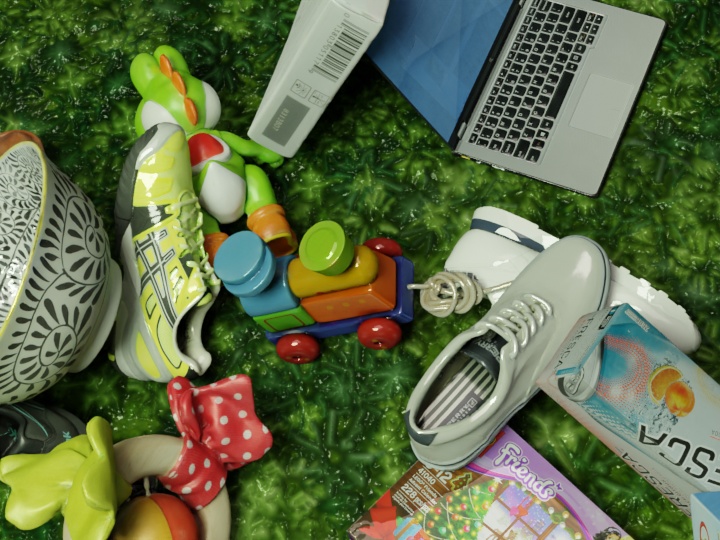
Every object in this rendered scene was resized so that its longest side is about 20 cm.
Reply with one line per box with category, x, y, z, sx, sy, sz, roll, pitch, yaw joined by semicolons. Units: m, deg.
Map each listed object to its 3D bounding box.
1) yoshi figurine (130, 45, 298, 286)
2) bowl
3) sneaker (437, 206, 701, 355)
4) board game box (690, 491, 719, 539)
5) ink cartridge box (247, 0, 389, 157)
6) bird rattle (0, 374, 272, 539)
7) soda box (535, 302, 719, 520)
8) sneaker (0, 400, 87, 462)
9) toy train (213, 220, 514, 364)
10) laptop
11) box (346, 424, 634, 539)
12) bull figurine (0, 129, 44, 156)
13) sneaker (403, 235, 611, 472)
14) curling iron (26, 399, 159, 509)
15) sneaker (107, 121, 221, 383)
yoshi figurine;-0.131;-0.087;0.994;0.112;0.112;0.201;-36;74;34
bowl;-0.232;0.018;0.858;0.200;0.094;0.202;-34;44;41
sneaker;0.156;0.027;0.904;0.199;0.076;0.081;25;78;25
board game box;0.240;0.240;0.669;0.056;0.200;0.197;-5;93;3
ink cartridge box;-0.019;-0.212;0.984;0.057;0.163;0.201;29;46;-10
bird rattle;-0.147;0.161;0.842;0.112;0.200;0.164;-1;96;38
soda box;0.217;0.112;0.803;0.200;0.068;0.064;40;72;-6
sneaker;-0.293;0.110;0.893;0.199;0.079;0.076;8;79;24
toy train;0.000;0.000;0.880;0.199;0.116;0.085;-12;61;24
laptop;0.132;-0.191;0.984;0.199;0.116;0.188;19;68;16
box;0.107;0.205;0.831;0.137;0.039;0.200;-42;66;-14
bull figurine;-0.278;-0.022;0.978;0.121;0.065;0.201;-23;65;-7
sneaker;0.106;0.053;0.833;0.073;0.071;0.200;33;79;23
curling iron;-0.231;0.131;0.918;0.199;0.026;0.050;32;68;21
sneaker;-0.139;-0.011;0.911;0.076;0.075;0.201;11;108;20
